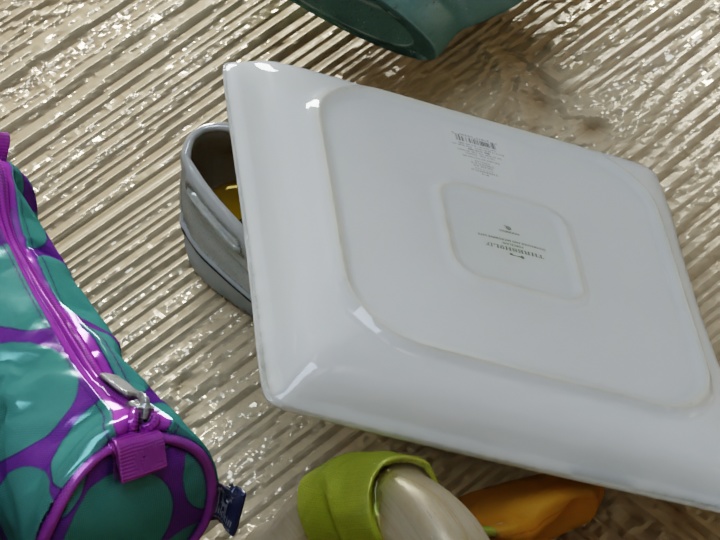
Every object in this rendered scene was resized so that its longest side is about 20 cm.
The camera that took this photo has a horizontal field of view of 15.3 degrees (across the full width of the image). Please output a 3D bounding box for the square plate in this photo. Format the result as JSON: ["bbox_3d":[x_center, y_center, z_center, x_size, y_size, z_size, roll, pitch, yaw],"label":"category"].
[{"bbox_3d":[0.050,-0.002,1.018,0.200,0.028,0.198,15,38,-20],"label":"square plate"}]

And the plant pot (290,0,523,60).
[{"bbox_3d":[0.013,-0.176,1.167,0.200,0.200,0.134,27,84,29],"label":"plant pot"}]

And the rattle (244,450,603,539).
[{"bbox_3d":[0.040,0.167,0.938,0.130,0.143,0.200,-34,60,21],"label":"rattle"}]

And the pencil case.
[{"bbox_3d":[-0.127,0.038,1.039,0.085,0.092,0.200,3,34,-38],"label":"pencil case"}]

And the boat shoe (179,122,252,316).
[{"bbox_3d":[0.000,0.000,1.069,0.071,0.070,0.200,-37,52,-23],"label":"boat shoe"}]
